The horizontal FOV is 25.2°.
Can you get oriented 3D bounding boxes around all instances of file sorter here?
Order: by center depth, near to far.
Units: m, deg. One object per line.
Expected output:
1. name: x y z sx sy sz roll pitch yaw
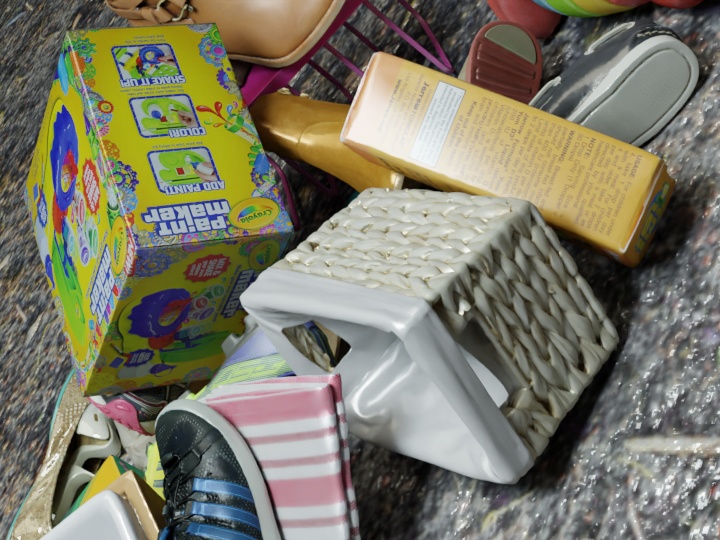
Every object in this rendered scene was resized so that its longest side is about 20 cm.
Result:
1. file sorter: -0.038 -0.153 1.342 0.200 0.125 0.139 -45 29 15

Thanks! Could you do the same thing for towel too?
1. towel: -0.044 0.169 1.034 0.146 0.030 0.202 -11 86 52

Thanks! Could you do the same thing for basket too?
1. basket: 0.043 0.031 1.003 0.123 0.136 0.200 -46 26 -21

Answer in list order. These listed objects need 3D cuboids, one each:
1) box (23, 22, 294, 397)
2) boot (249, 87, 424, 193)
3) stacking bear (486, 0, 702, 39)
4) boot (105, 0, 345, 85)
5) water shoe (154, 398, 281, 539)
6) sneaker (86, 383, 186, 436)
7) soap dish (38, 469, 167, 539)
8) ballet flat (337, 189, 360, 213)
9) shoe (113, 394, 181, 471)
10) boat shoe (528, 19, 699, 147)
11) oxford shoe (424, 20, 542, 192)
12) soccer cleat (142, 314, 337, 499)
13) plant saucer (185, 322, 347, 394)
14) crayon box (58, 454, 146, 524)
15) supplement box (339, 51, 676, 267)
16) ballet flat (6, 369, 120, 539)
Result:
1. box: -0.157 -0.044 1.200 0.194 0.121 0.200 67 149 28
2. boot: -0.020 -0.086 1.172 0.201 0.143 0.071 -61 -16 -76
3. stacking bear: 0.176 -0.226 1.124 0.200 0.114 0.122 20 77 56
4. boot: -0.111 -0.224 1.232 0.199 0.155 0.077 -18 43 47
5. water shoe: -0.097 0.169 1.013 0.072 0.079 0.201 -53 55 40
6. sneaker: -0.165 0.059 1.308 0.075 0.080 0.200 -51 9 29
7. soap dish: -0.156 0.259 1.064 0.157 0.081 0.201 -39 63 19
8. ballet flat: 0.000 0.000 1.180 0.072 0.072 0.200 -43 11 21
9. shoe: -0.193 0.110 1.377 0.070 0.053 0.200 -50 29 9
10. boat shoe: 0.135 -0.089 1.073 0.200 0.074 0.060 -46 30 11
11. oxford shoe: 0.085 -0.079 1.166 0.075 0.070 0.201 122 168 -68
12. soccer cleat: -0.087 0.112 1.137 0.084 0.065 0.200 49 119 20
13. plant saucer: -0.071 0.101 1.224 0.200 0.035 0.201 -37 35 31
14. crayon box: -0.181 0.241 1.219 0.119 0.058 0.200 -53 29 5
15. supplement box: 0.092 -0.070 1.006 0.199 0.067 0.069 21 88 20
16. ballet flat: -0.243 0.171 1.398 0.065 0.071 0.201 1 59 24
